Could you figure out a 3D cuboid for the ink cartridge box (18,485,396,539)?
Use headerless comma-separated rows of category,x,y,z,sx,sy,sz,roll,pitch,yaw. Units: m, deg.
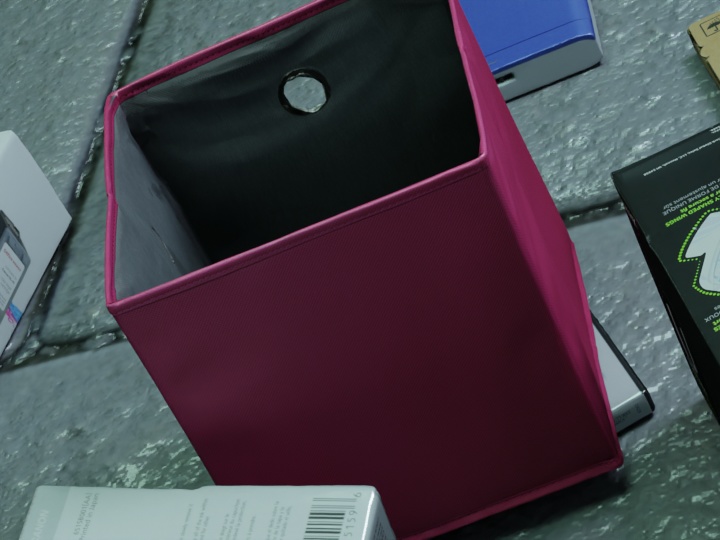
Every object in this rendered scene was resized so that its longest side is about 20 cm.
ink cartridge box,-0.087,0.186,1.165,0.172,0.044,0.201,-2,47,18

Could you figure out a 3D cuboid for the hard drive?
hard drive,0.080,-0.172,1.658,0.131,0.025,0.201,-21,35,12

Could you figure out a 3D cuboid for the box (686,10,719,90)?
box,0.297,-0.137,1.457,0.199,0.021,0.164,-25,34,5

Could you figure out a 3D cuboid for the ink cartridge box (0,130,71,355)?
ink cartridge box,-0.291,0.015,1.632,0.147,0.086,0.201,-9,40,27

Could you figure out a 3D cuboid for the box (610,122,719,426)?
box,0.217,0.033,1.179,0.124,0.149,0.200,-25,33,3

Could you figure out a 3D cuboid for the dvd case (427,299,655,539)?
dvd case,0.042,0.080,1.362,0.199,0.018,0.143,-30,34,-1

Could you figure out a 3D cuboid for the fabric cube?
fabric cube,0.000,0.000,1.303,0.195,0.200,0.201,-22,34,10
